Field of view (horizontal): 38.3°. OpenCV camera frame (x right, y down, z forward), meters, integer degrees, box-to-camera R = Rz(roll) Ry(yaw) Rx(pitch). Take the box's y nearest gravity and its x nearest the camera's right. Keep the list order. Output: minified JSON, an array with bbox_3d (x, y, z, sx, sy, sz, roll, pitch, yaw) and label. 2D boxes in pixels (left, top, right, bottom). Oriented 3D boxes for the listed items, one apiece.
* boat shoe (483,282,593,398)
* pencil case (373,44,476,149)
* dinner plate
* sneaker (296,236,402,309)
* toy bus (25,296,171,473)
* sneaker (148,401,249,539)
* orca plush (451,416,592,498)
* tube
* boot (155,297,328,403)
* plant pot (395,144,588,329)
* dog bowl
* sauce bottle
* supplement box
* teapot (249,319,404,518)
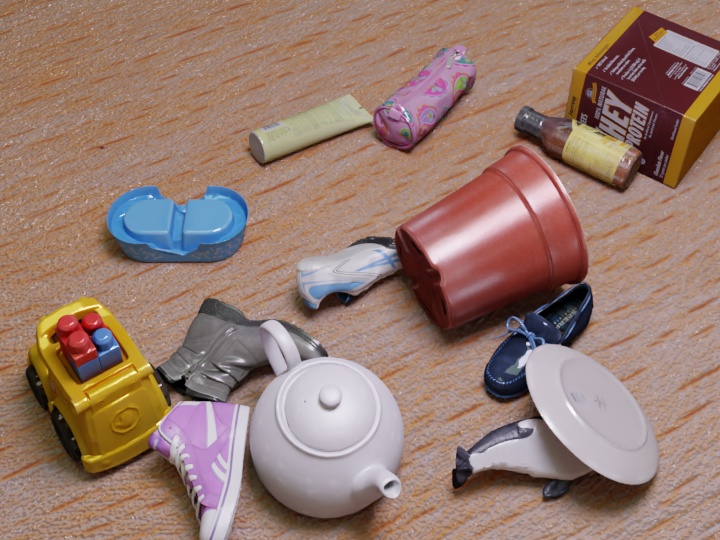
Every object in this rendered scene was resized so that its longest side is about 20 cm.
[{"bbox_3d":[0.225,0.079,1.330,0.084,0.069,0.200,30,55,24],"label":"boat shoe"},{"bbox_3d":[0.104,-0.274,1.627,0.087,0.088,0.200,29,56,23],"label":"pencil case"},{"bbox_3d":[0.279,0.161,1.223,0.198,0.024,0.201,25,35,-18],"label":"dinner plate"},{"bbox_3d":[0.000,0.000,1.411,0.198,0.074,0.072,-16,21,-29],"label":"sneaker"},{"bbox_3d":[-0.325,0.104,1.226,0.135,0.193,0.200,-29,53,-22],"label":"toy bus"},{"bbox_3d":[-0.191,0.233,1.184,0.113,0.073,0.202,11,37,-10],"label":"sneaker"},{"bbox_3d":[0.198,0.217,1.232,0.197,0.071,0.107,-19,96,-11],"label":"orca plush"},{"bbox_3d":[-0.076,-0.221,1.608,0.198,0.052,0.059,-26,95,-25],"label":"tube"},{"bbox_3d":[-0.148,0.123,1.304,0.197,0.068,0.132,16,58,20],"label":"boot"},{"bbox_3d":[0.161,-0.031,1.357,0.193,0.202,0.202,-26,53,-11],"label":"plant pot"},{"bbox_3d":[-0.255,-0.062,1.464,0.197,0.050,0.113,0,49,-1],"label":"dog bowl"},{"bbox_3d":[0.326,-0.193,1.569,0.199,0.066,0.066,31,55,22],"label":"sauce bottle"},{"bbox_3d":[0.448,-0.269,1.592,0.199,0.134,0.197,30,55,23],"label":"supplement box"},{"bbox_3d":[-0.040,0.171,1.186,0.197,0.147,0.199,9,55,4],"label":"teapot"}]
